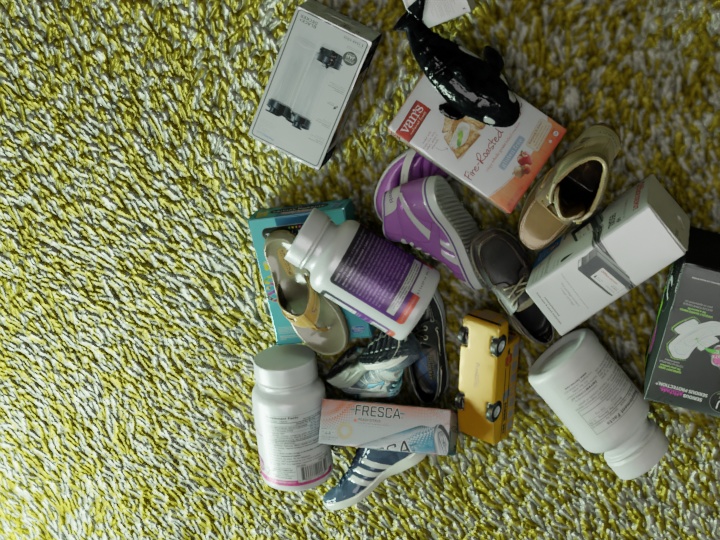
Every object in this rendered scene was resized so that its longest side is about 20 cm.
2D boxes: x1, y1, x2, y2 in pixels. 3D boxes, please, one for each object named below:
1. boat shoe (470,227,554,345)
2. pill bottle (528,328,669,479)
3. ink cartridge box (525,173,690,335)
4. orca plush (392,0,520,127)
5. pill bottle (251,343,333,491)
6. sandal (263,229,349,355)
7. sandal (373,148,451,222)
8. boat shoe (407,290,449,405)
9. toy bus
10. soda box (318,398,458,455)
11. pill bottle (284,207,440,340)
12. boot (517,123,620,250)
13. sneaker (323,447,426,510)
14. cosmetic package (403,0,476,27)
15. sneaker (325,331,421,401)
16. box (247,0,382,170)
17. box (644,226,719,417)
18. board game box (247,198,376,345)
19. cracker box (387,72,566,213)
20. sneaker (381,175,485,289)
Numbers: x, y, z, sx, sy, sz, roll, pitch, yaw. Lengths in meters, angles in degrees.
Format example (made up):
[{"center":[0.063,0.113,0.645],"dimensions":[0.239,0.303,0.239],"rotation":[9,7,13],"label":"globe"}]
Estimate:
[{"center":[0.219,0.023,1.659],"dimensions":[0.074,0.073,0.200],"rotation":[-38,123,0],"label":"boat shoe"},{"center":[0.337,0.190,1.703],"dimensions":[0.114,0.114,0.200],"rotation":[-37,98,25],"label":"pill bottle"},{"center":[0.327,-0.023,1.603],"dimensions":[0.200,0.145,0.084],"rotation":[-37,98,25],"label":"ink cartridge box"},{"center":[0.128,-0.263,1.542],"dimensions":[0.105,0.071,0.201],"rotation":[-32,91,1],"label":"orca plush"},{"center":[-0.105,0.221,1.841],"dimensions":[0.113,0.113,0.201],"rotation":[1,111,15],"label":"pill bottle"},{"center":[-0.085,0.039,1.742],"dimensions":[0.080,0.054,0.201],"rotation":[-20,105,22],"label":"sandal"},{"center":[0.089,-0.137,1.676],"dimensions":[0.082,0.050,0.203],"rotation":[44,114,-4],"label":"sandal"},{"center":[0.092,0.101,1.768],"dimensions":[0.068,0.057,0.201],"rotation":[-7,110,18],"label":"boat shoe"},{"center":[0.183,0.148,1.738],"dimensions":[0.065,0.078,0.201],"rotation":[19,121,33],"label":"toy bus"},{"center":[0.041,0.229,1.784],"dimensions":[0.199,0.064,0.069],"rotation":[3,83,17],"label":"soda box"},{"center":[0.000,0.000,1.674],"dimensions":[0.199,0.112,0.112],"rotation":[31,116,-5],"label":"pill bottle"},{"center":[0.264,-0.089,1.588],"dimensions":[0.073,0.156,0.200],"rotation":[37,116,-1],"label":"boot"},{"center":[0.009,0.288,1.862],"dimensions":[0.200,0.075,0.085],"rotation":[-37,100,15],"label":"sneaker"},{"center":[0.075,-0.418,1.566],"dimensions":[0.082,0.051,0.201],"rotation":[-15,107,23],"label":"cosmetic package"},{"center":[0.037,0.141,1.775],"dimensions":[0.086,0.078,0.200],"rotation":[41,147,-16],"label":"sneaker"},{"center":[-0.064,-0.254,1.667],"dimensions":[0.116,0.060,0.201],"rotation":[26,116,4],"label":"box"},{"center":[0.457,0.067,1.600],"dimensions":[0.123,0.149,0.201],"rotation":[14,114,8],"label":"box"},{"center":[-0.068,0.004,1.779],"dimensions":[0.150,0.047,0.201],"rotation":[-6,110,17],"label":"board game box"},{"center":[0.152,-0.185,1.609],"dimensions":[0.199,0.058,0.134],"rotation":[34,92,1],"label":"cracker box"},{"center":[0.098,-0.047,1.688],"dimensions":[0.114,0.073,0.201],"rotation":[-13,127,29],"label":"sneaker"}]
